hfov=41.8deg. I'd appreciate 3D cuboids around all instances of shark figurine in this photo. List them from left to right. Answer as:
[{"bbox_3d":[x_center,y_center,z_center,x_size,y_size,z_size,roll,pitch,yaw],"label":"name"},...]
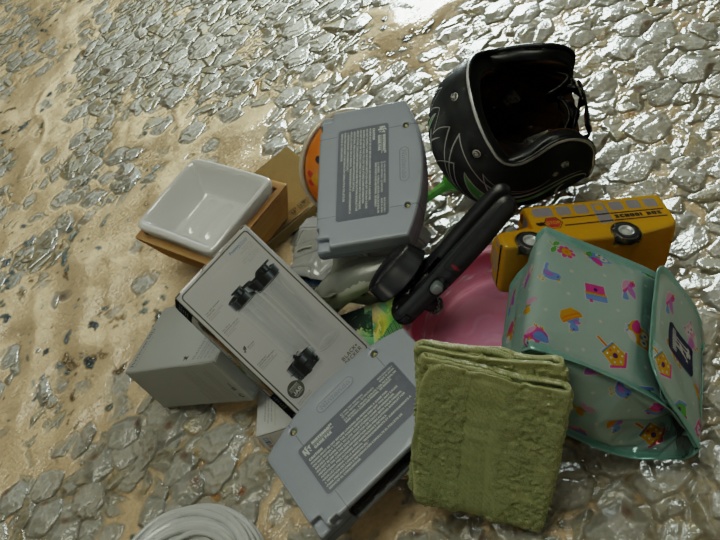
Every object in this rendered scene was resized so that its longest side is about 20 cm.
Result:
[{"bbox_3d":[0.011,-0.009,1.137,0.212,0.128,0.091,-22,70,18],"label":"shark figurine"}]

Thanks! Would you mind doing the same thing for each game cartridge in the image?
[{"bbox_3d":[0.003,0.160,0.963,0.200,0.042,0.133,-43,44,-2],"label":"game cartridge"},{"bbox_3d":[0.015,-0.110,1.133,0.131,0.042,0.203,-6,58,11],"label":"game cartridge"}]

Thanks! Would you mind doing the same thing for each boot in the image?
[{"bbox_3d":[-0.005,-0.014,1.222,0.197,0.073,0.097,0,64,36],"label":"boot"}]

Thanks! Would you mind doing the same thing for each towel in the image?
[{"bbox_3d":[0.116,0.152,0.865,0.146,0.203,0.037,10,34,16],"label":"towel"}]

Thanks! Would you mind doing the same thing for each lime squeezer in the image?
[{"bbox_3d":[0.133,-0.141,1.277,0.201,0.038,0.070,-54,14,-20],"label":"lime squeezer"}]

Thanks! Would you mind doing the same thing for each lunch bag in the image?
[{"bbox_3d":[0.239,0.074,0.902,0.197,0.123,0.172,21,46,0],"label":"lunch bag"}]

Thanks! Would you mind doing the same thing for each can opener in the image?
[{"bbox_3d":[0.097,-0.015,1.035,0.200,0.078,0.064,-42,36,25],"label":"can opener"}]

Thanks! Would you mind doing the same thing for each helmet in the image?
[{"bbox_3d":[0.176,-0.171,1.140,0.187,0.202,0.202,-8,45,6],"label":"helmet"}]

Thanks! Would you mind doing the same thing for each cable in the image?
[{"bbox_3d":[-0.177,0.343,0.983,0.198,0.070,0.202,-24,41,12],"label":"cable"}]

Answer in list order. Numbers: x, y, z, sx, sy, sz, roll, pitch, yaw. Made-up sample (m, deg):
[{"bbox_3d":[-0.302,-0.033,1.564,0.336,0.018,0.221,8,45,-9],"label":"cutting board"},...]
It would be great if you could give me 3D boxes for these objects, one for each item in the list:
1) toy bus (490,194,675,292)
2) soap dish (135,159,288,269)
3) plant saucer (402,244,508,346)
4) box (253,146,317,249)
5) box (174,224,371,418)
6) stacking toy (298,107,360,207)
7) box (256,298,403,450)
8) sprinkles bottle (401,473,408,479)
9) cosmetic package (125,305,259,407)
[{"bbox_3d":[0.236,-0.030,1.016,0.196,0.066,0.079,-6,41,-8],"label":"toy bus"},{"bbox_3d":[-0.209,-0.072,1.349,0.198,0.082,0.158,17,61,41],"label":"soap dish"},{"bbox_3d":[0.145,0.061,1.058,0.198,0.051,0.203,-18,44,18],"label":"plant saucer"},{"bbox_3d":[-0.147,-0.090,1.406,0.199,0.021,0.163,-40,42,-7],"label":"box"},{"bbox_3d":[-0.099,0.062,1.056,0.117,0.200,0.060,-48,1,-16],"label":"box"},{"bbox_3d":[0.021,-0.121,1.222,0.146,0.147,0.199,-43,36,-11],"label":"stacking toy"},{"bbox_3d":[-0.030,0.120,1.123,0.197,0.037,0.146,-19,44,14],"label":"box"},{"bbox_3d":[0.034,0.187,0.995,0.197,0.069,0.069,-7,47,27],"label":"sprinkles bottle"},{"bbox_3d":[-0.192,0.101,1.176,0.198,0.081,0.114,-12,41,43],"label":"cosmetic package"}]
